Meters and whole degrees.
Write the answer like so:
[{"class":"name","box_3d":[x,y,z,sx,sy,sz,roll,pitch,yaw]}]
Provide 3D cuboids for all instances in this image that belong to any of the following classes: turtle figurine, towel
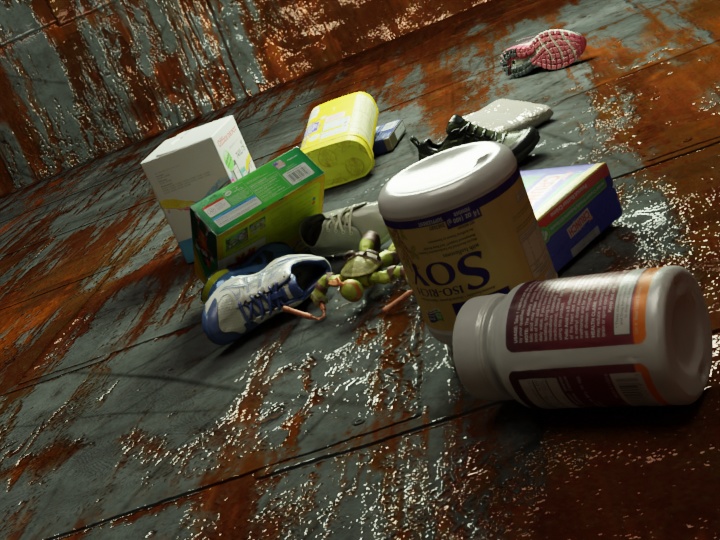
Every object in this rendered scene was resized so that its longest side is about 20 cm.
[{"class":"turtle figurine","box_3d":[0.000,0.000,1.360,0.199,0.065,0.161,-13,21,29]},{"class":"towel","box_3d":[0.241,-0.264,1.842,0.132,0.035,0.200,-28,20,-12]}]

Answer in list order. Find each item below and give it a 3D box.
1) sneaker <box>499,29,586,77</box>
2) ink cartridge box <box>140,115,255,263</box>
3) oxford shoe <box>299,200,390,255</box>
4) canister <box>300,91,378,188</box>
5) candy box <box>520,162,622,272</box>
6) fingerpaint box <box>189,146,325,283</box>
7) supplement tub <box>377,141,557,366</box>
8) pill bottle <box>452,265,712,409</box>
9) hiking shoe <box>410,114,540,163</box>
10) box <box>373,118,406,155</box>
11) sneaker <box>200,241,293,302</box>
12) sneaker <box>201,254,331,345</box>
[{"class":"sneaker","box_3d":[0.376,-0.453,2.126,0.075,0.081,0.200,-35,21,-36]},{"class":"ink cartridge box","box_3d":[-0.270,-0.147,1.865,0.145,0.201,0.147,-17,20,16]},{"class":"oxford shoe","box_3d":[-0.017,-0.065,1.529,0.199,0.058,0.076,-13,58,42]},{"class":"canister","box_3d":[-0.041,-0.251,1.991,0.148,0.087,0.200,-16,33,18]},{"class":"candy box","box_3d":[0.188,-0.056,1.274,0.169,0.077,0.200,-37,23,-32]},{"class":"fingerpaint box","box_3d":[-0.155,-0.070,1.571,0.200,0.167,0.073,-33,63,-25]},{"class":"supplement tub","box_3d":[0.115,-0.013,1.048,0.145,0.201,0.145,-21,18,7]},{"class":"pill bottle","box_3d":[0.187,0.062,0.898,0.199,0.115,0.114,-7,24,38]},{"class":"hiking shoe","box_3d":[0.179,-0.200,1.635,0.199,0.101,0.076,-18,20,16]},{"class":"box","box_3d":[-0.015,-0.247,2.098,0.199,0.033,0.121,-13,21,22]},{"class":"sneaker","box_3d":[-0.144,0.019,1.511,0.078,0.066,0.200,27,30,20]},{"class":"sneaker","box_3d":[-0.125,0.030,1.401,0.200,0.075,0.088,-38,18,-34]}]
